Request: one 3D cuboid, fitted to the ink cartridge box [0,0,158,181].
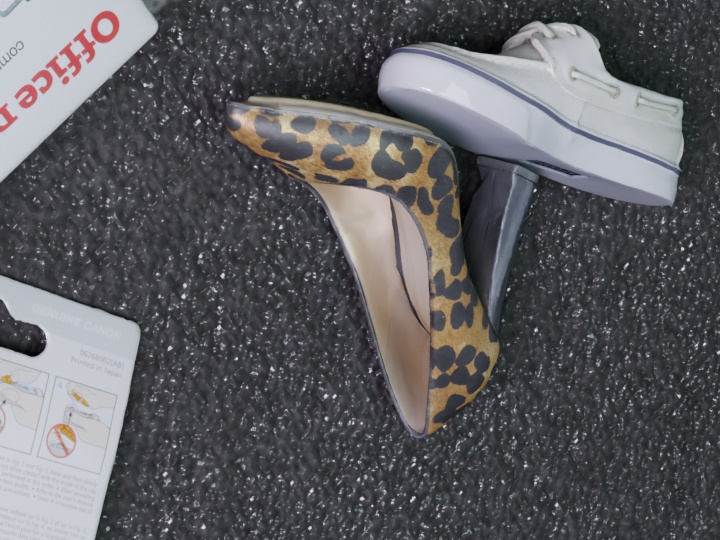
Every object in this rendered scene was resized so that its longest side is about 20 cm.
[{"bbox_3d":[-0.195,-0.124,0.811,0.147,0.083,0.200,-47,123,-16],"label":"ink cartridge box"}]

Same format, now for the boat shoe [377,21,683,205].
[{"bbox_3d":[0.090,-0.088,1.033,0.200,0.071,0.070,17,83,-39],"label":"boat shoe"}]

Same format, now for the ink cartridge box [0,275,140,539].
[{"bbox_3d":[-0.191,0.098,0.910,0.162,0.050,0.200,22,72,-36],"label":"ink cartridge box"}]

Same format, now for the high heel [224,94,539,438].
[{"bbox_3d":[0.000,0.000,0.988,0.200,0.071,0.143,16,90,-42],"label":"high heel"}]
